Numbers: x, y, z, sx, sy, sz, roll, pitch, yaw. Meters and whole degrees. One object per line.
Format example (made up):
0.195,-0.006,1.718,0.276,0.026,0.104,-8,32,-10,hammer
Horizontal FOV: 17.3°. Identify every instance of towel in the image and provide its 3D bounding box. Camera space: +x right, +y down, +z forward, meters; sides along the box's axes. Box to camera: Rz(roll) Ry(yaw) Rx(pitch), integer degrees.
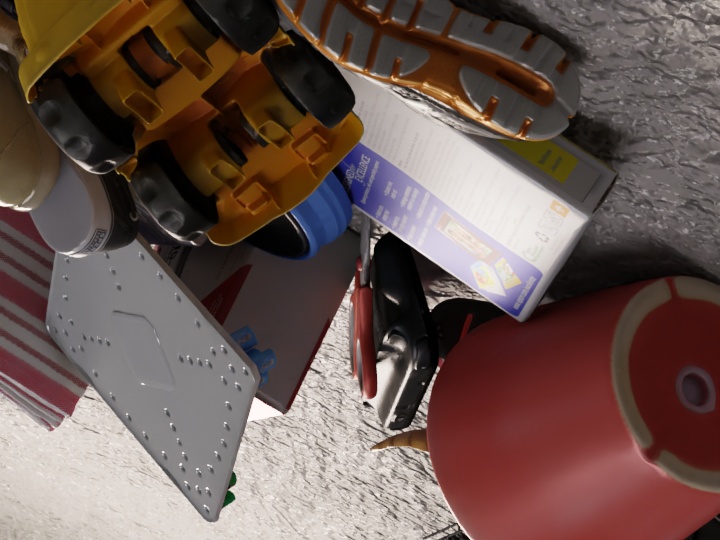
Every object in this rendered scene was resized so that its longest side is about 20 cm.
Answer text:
-0.243,0.003,1.751,0.146,0.200,0.030,35,145,-19,towel

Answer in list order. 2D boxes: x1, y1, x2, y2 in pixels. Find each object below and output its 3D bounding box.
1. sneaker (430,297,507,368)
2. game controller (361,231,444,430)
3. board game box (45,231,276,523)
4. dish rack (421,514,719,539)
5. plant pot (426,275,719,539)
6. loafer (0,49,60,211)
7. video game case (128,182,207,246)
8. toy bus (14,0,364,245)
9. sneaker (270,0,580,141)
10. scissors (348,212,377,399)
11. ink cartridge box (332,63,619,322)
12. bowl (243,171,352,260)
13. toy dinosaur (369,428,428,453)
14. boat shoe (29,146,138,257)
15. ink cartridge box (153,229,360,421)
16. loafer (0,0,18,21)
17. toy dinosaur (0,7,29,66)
0.116,0.091,1.728,0.200,0.074,0.087,34,160,-21,sneaker
0.025,0.045,1.699,0.042,0.105,0.200,-4,161,-9,game controller
-0.140,0.049,1.619,0.200,0.026,0.200,47,148,20,board game box
0.151,0.197,1.736,0.153,0.055,0.200,38,134,-27,dish rack
0.171,0.097,1.537,0.200,0.201,0.177,32,150,-17,plant pot
-0.256,-0.128,1.506,0.068,0.076,0.200,3,-130,-54,loafer
-0.208,-0.081,1.681,0.200,0.023,0.182,36,171,-15,video game case
-0.116,-0.136,1.359,0.200,0.136,0.192,41,-168,-46,toy bus
0.023,-0.127,1.310,0.200,0.078,0.077,32,168,-15,sneaker
0.000,0.000,1.643,0.014,0.073,0.200,-5,121,-5,scissors
0.047,-0.066,1.461,0.200,0.047,0.198,36,161,5,ink cartridge box
-0.097,-0.077,1.562,0.200,0.039,0.201,34,166,10,bowl
0.086,0.134,1.650,0.200,0.106,0.060,32,-159,27,toy dinosaur
-0.203,-0.097,1.545,0.069,0.200,0.057,-33,162,30,boat shoe
-0.101,0.033,1.731,0.083,0.147,0.200,35,156,-22,ink cartridge box
-0.172,-0.160,1.467,0.200,0.063,0.072,19,157,17,loafer
-0.259,-0.192,1.430,0.200,0.101,0.058,64,179,-26,toy dinosaur
